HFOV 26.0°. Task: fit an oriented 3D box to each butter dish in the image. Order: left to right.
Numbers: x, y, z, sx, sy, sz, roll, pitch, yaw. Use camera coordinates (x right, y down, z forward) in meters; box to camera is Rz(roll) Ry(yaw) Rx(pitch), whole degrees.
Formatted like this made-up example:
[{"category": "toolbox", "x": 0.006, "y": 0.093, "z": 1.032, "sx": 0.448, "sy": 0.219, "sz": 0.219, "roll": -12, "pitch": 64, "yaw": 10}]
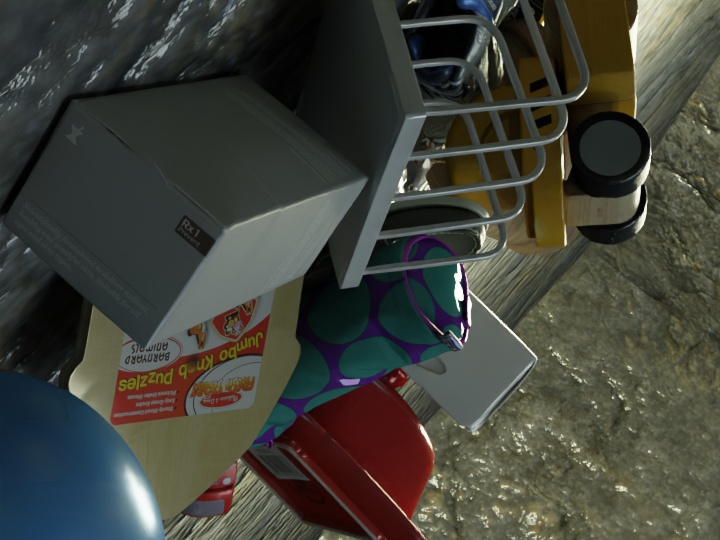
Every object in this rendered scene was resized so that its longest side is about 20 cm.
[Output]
[{"category": "butter dish", "x": -0.014, "y": 0.131, "z": 1.349, "sx": 0.148, "sy": 0.200, "sz": 0.200, "roll": -52, "pitch": -155, "yaw": -21}]

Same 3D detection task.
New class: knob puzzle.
[{"category": "knob puzzle", "x": -0.114, "y": 0.058, "z": 0.977, "sx": 0.219, "sy": 0.030, "sz": 0.221, "roll": -25, "pitch": 124, "yaw": -43}]

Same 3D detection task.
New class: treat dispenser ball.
[{"category": "treat dispenser ball", "x": -0.195, "y": 0.147, "z": 0.763, "sx": 0.201, "sy": 0.201, "sz": 0.201, "roll": -48, "pitch": 169, "yaw": -12}]

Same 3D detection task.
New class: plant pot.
[{"category": "plant pot", "x": 0.109, "y": -0.109, "z": 1.329, "sx": 0.092, "sy": 0.202, "sz": 0.201, "roll": -9, "pitch": 153, "yaw": -18}]

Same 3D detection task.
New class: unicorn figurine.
[{"category": "unicorn figurine", "x": 0.012, "y": -0.057, "z": 1.333, "sx": 0.138, "sy": 0.074, "sz": 0.200, "roll": -52, "pitch": -174, "yaw": -3}]

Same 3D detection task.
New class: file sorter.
[{"category": "file sorter", "x": 0.046, "y": -0.103, "z": 0.971, "sx": 0.124, "sy": 0.139, "sz": 0.200, "roll": -8, "pitch": 154, "yaw": -16}]

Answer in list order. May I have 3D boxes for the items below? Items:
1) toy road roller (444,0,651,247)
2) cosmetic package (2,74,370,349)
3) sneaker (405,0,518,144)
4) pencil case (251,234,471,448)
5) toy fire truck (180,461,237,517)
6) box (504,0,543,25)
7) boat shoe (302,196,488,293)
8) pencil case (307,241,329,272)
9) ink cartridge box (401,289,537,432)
[{"category": "toy road roller", "x": 0.135, "y": -0.116, "z": 1.151, "sx": 0.123, "sy": 0.145, "sz": 0.201, "roll": 69, "pitch": 19, "yaw": -68}, {"category": "cosmetic package", "x": -0.087, "y": -0.039, "z": 0.842, "sx": 0.090, "sy": 0.107, "sz": 0.200, "roll": -55, "pitch": 167, "yaw": 24}, {"category": "sneaker", "x": 0.060, "y": -0.160, "z": 1.140, "sx": 0.085, "sy": 0.077, "sz": 0.200, "roll": -49, "pitch": 161, "yaw": -35}, {"category": "pencil case", "x": -0.017, "y": 0.053, "z": 1.097, "sx": 0.199, "sy": 0.092, "sz": 0.085, "roll": -27, "pitch": -146, "yaw": 27}, {"category": "toy fire truck", "x": -0.129, "y": 0.139, "z": 1.222, "sx": 0.200, "sy": 0.048, "sz": 0.142, "roll": -103, "pitch": -162, "yaw": -56}, {"category": "box", "x": 0.195, "y": -0.266, "z": 1.416, "sx": 0.200, "sy": 0.049, "sz": 0.160, "roll": -46, "pitch": 167, "yaw": -22}, {"category": "boat shoe", "x": 0.001, "y": 0.002, "z": 1.148, "sx": 0.201, "sy": 0.072, "sz": 0.061, "roll": -17, "pitch": -136, "yaw": 18}, {"category": "pencil case", "x": -0.095, "y": 0.014, "z": 1.063, "sx": 0.200, "sy": 0.078, "sz": 0.089, "roll": -46, "pitch": 179, "yaw": -25}, {"category": "ink cartridge box", "x": 0.063, "y": 0.049, "z": 1.302, "sx": 0.083, "sy": 0.146, "sz": 0.200, "roll": -46, "pitch": -179, "yaw": 0}]
